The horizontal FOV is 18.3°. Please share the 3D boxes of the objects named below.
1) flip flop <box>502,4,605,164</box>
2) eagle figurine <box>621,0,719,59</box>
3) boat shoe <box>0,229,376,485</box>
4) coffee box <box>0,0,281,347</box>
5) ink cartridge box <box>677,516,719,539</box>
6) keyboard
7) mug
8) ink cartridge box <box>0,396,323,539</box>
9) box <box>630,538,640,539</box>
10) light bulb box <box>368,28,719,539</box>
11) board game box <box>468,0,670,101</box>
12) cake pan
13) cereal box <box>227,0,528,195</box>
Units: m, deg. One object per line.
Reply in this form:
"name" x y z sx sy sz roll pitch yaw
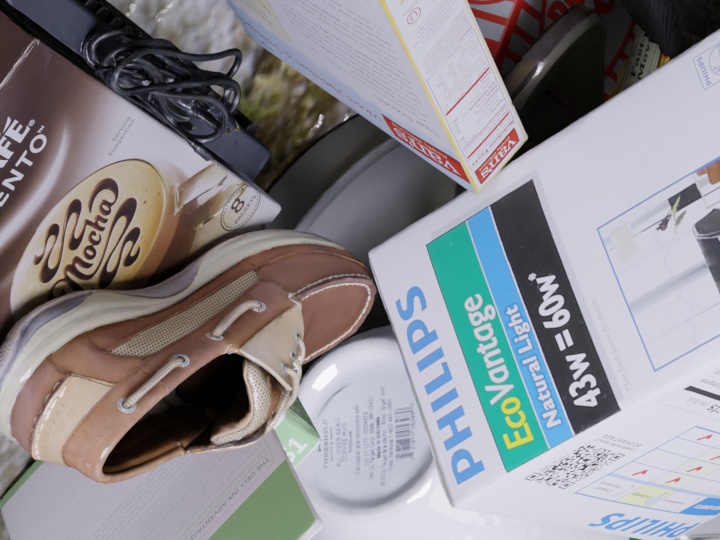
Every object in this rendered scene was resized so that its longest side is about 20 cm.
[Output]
"flip flop" 0.102 -0.042 1.038 0.081 0.057 0.201 -43 146 -28
"eagle figurine" 0.188 -0.144 1.070 0.150 0.201 0.152 -11 161 -19
"boat shoe" -0.059 0.040 0.892 0.200 0.072 0.076 -22 142 -45
"coffee box" -0.130 -0.030 0.868 0.113 0.080 0.200 -53 151 2
"ink cartridge box" 0.213 0.060 1.385 0.144 0.084 0.201 8 92 -57
"keyboard" -0.081 -0.091 0.845 0.040 0.104 0.200 -44 152 7
"mug" 0.044 0.076 1.115 0.175 0.147 0.201 37 61 -58
"ink cartridge box" -0.079 0.112 0.965 0.146 0.200 0.048 -47 124 8
"box" 0.098 0.201 1.346 0.200 0.176 0.097 -5 128 -52
"light bulb box" 0.147 0.015 0.960 0.200 0.125 0.198 -32 153 27
"board game box" 0.105 -0.133 1.091 0.200 0.046 0.152 22 88 -60
"cake pan" 0.000 0.000 1.129 0.200 0.037 0.201 -35 146 -28
"cereal box" -0.017 -0.121 0.866 0.040 0.144 0.200 -48 151 -9
